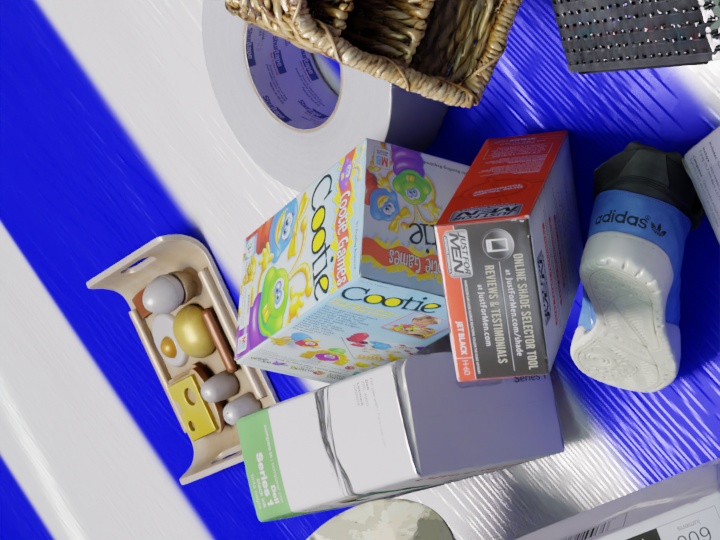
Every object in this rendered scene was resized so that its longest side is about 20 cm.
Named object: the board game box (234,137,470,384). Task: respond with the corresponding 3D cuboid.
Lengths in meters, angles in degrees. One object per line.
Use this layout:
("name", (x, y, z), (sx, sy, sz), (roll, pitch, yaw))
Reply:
("board game box", (0.000, 0.000, 1.341), (0.200, 0.104, 0.104), (-34, 47, 56))

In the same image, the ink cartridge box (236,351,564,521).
("ink cartridge box", (0.028, 0.118, 1.366), (0.200, 0.145, 0.085), (-23, 76, 51))

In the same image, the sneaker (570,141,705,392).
("sneaker", (0.180, -0.005, 1.213), (0.076, 0.112, 0.200), (13, 155, 17))

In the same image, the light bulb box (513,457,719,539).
("light bulb box", (0.183, 0.256, 1.218), (0.197, 0.125, 0.201), (-24, 90, 12))

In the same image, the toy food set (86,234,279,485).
("toy food set", (-0.157, 0.079, 1.630), (0.143, 0.060, 0.201), (-28, 86, 50))

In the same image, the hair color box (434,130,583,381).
("hair color box", (0.098, -0.014, 1.193), (0.061, 0.200, 0.102), (-5, 106, 14))

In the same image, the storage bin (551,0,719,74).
("storage bin", (0.194, -0.170, 1.018), (0.200, 0.134, 0.094), (-171, 63, -71))

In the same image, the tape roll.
("tape roll", (-0.027, -0.159, 1.367), (0.200, 0.066, 0.202), (23, 124, 39))

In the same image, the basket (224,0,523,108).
("basket", (0.020, -0.224, 1.173), (0.149, 0.142, 0.201), (26, 96, 38))

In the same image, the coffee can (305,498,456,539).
("coffee can", (0.044, 0.283, 1.373), (0.146, 0.147, 0.200), (14, 148, 44))

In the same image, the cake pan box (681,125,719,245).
("cake pan box", (0.285, -0.026, 1.058), (0.184, 0.052, 0.201), (-47, 57, 50))
